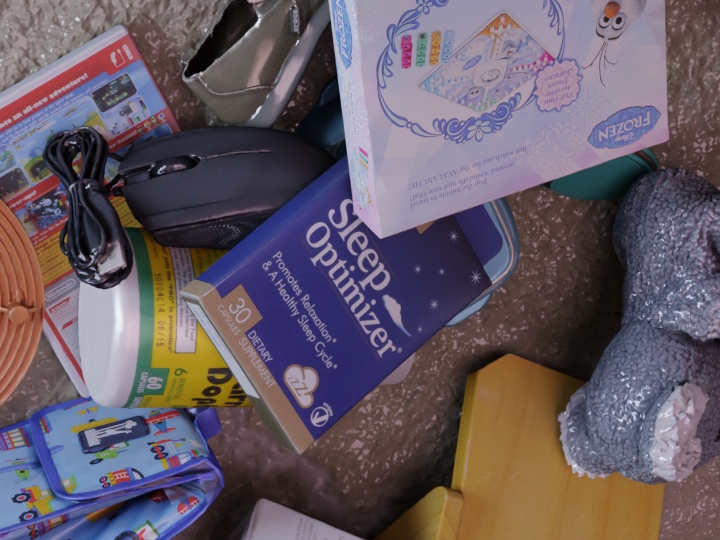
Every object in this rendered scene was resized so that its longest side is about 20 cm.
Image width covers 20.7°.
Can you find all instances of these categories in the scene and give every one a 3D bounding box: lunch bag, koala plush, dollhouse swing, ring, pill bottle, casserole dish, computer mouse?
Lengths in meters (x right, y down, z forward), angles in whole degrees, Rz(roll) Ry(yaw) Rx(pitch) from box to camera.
[{"bbox_3d":[-0.175,0.142,1.235,0.199,0.151,0.095,-27,112,-10],"label":"lunch bag"},{"bbox_3d":[0.216,0.055,1.323,0.183,0.177,0.201,36,78,-17],"label":"koala plush"},{"bbox_3d":[0.107,0.191,1.410,0.199,0.177,0.182,20,139,-23],"label":"dollhouse swing"},{"bbox_3d":[-0.296,0.024,1.223,0.199,0.019,0.202,-4,109,-13],"label":"ring"},{"bbox_3d":[-0.070,0.030,1.242,0.199,0.113,0.114,1,105,-20],"label":"pill bottle"},{"bbox_3d":[0.037,-0.045,1.318,0.121,0.039,0.201,-32,113,-8],"label":"casserole dish"},{"bbox_3d":[-0.086,-0.050,1.199,0.199,0.139,0.053,0,132,-20],"label":"computer mouse"}]

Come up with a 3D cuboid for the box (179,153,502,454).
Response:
[{"bbox_3d":[0.000,0.000,1.189,0.200,0.032,0.121,-41,114,-21],"label":"box"}]

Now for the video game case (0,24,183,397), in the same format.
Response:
[{"bbox_3d":[-0.165,-0.036,1.262,0.143,0.017,0.201,-31,113,-8],"label":"video game case"}]

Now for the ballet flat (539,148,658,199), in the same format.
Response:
[{"bbox_3d":[0.126,-0.090,1.311,0.199,0.067,0.071,1,62,-45],"label":"ballet flat"}]

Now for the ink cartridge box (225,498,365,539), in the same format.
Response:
[{"bbox_3d":[-0.013,0.241,1.308,0.199,0.047,0.160,25,137,-11],"label":"ink cartridge box"}]

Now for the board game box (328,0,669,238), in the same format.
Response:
[{"bbox_3d":[0.081,-0.140,1.127,0.199,0.043,0.200,-19,123,-18],"label":"board game box"}]

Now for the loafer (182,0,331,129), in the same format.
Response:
[{"bbox_3d":[-0.048,-0.181,1.230,0.069,0.075,0.201,24,96,-27],"label":"loafer"}]
